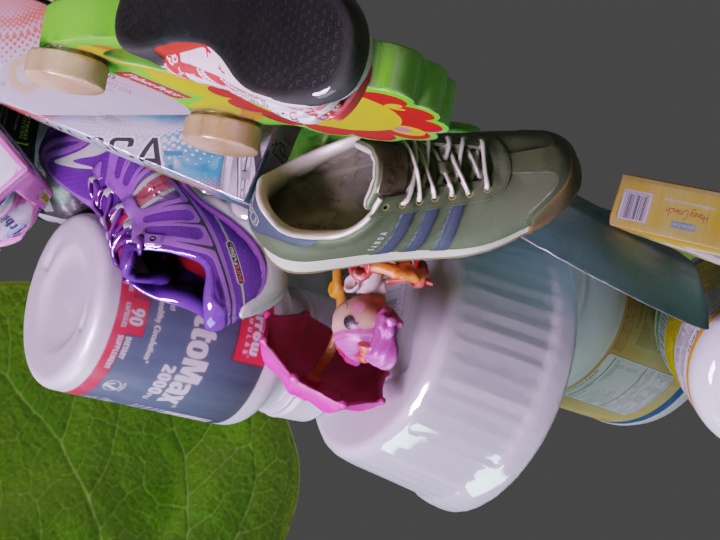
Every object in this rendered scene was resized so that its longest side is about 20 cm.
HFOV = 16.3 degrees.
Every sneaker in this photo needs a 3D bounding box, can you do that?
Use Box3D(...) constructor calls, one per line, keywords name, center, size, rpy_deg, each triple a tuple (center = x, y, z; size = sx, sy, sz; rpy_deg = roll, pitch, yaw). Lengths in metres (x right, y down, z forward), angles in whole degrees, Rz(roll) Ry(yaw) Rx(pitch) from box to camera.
Box3D(name="sneaker", center=(-0.025, -0.107, 1.208), size=(0.108, 0.067, 0.201), rpy_deg=(17, 180, -36))
Box3D(name="sneaker", center=(-0.135, -0.034, 1.567), size=(0.200, 0.081, 0.083), rpy_deg=(35, -130, 28))
Box3D(name="sneaker", center=(0.028, -0.047, 1.477), size=(0.200, 0.067, 0.090), rpy_deg=(-13, 160, 9))

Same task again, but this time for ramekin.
Box3D(name="ramekin", center=(0.051, 0.055, 1.714), size=(0.098, 0.201, 0.200), rpy_deg=(20, 175, -28))

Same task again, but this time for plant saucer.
Box3D(name="plant saucer", center=(0.151, -0.024, 1.668), size=(0.200, 0.036, 0.200), rpy_deg=(28, -174, -3))

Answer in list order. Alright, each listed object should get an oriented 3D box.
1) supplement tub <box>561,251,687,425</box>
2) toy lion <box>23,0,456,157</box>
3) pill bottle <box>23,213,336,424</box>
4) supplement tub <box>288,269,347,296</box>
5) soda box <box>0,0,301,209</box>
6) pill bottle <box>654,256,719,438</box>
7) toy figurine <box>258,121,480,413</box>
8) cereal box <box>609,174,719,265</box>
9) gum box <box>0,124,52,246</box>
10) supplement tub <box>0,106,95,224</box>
Box3D(name="supplement tub", center=(0.160, 0.030, 1.875), size=(0.144, 0.145, 0.200), rpy_deg=(12, 175, 40))
Box3D(name="toy lion", center=(-0.055, -0.111, 1.379), size=(0.191, 0.069, 0.200), rpy_deg=(3, 168, 43))
Box3D(name="pill bottle", center=(-0.114, 0.039, 1.692), size=(0.200, 0.120, 0.119), rpy_deg=(14, 178, -31))
Box3D(name="supplement tub", center=(-0.057, -0.033, 1.869), size=(0.140, 0.141, 0.200), rpy_deg=(17, 176, -25))
Box3D(name="soda box", center=(-0.140, -0.104, 1.530), size=(0.199, 0.069, 0.064), rpy_deg=(22, 178, 12))
Box3D(name="pill bottle", center=(0.275, 0.060, 1.737), size=(0.112, 0.113, 0.200), rpy_deg=(16, -167, -8))
Box3D(name="toy figurine", center=(0.000, 0.000, 1.612), size=(0.150, 0.185, 0.200), rpy_deg=(4, 177, -33))
Box3D(name="cereal box", center=(0.276, -0.010, 1.590), size=(0.200, 0.040, 0.144), rpy_deg=(17, 179, -37))
Box3D(name="gum box", center=(-0.279, -0.102, 1.579), size=(0.200, 0.066, 0.114), rpy_deg=(50, 178, 5))
Box3D(name="supplement tub", center=(-0.224, -0.099, 1.719), size=(0.199, 0.123, 0.122), rpy_deg=(15, 176, 23))
